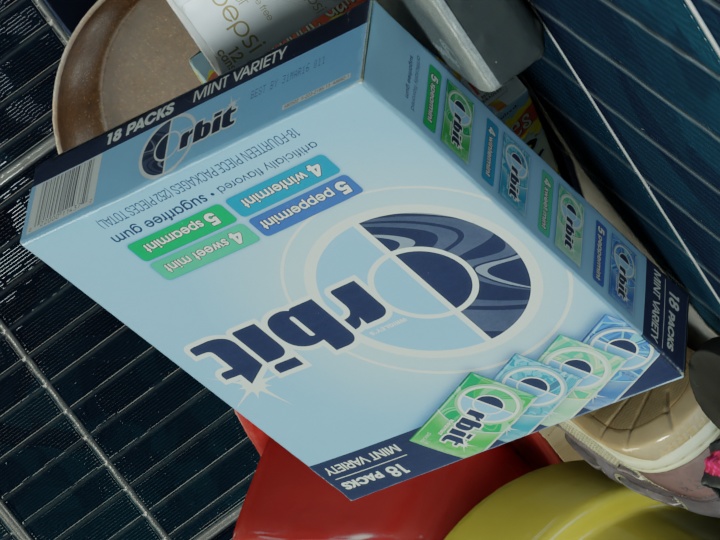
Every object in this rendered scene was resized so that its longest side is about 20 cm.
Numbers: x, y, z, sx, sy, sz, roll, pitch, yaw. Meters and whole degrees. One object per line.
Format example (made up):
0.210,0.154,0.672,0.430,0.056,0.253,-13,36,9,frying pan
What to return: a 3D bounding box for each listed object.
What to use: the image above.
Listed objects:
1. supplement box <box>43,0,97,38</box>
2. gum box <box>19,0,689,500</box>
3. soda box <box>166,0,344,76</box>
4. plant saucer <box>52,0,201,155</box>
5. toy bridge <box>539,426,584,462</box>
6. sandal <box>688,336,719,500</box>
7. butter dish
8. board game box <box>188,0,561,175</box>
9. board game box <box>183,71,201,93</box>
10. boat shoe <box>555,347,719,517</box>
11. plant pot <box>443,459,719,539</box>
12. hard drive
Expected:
-0.059,-0.102,1.638,0.200,0.134,0.200,55,178,-25,supplement box
0.000,0.000,1.150,0.200,0.170,0.045,40,-139,-35,gum box
-0.053,-0.150,1.232,0.064,0.068,0.200,55,-172,-23,soda box
-0.050,-0.074,1.466,0.200,0.200,0.035,55,-157,-23,plant saucer
0.094,0.068,1.361,0.200,0.027,0.067,20,-158,-40,toy bridge
0.160,0.086,1.082,0.075,0.045,0.200,55,177,-34,sandal
0.019,0.162,1.462,0.199,0.148,0.200,-1,133,43,butter dish
0.018,-0.046,1.286,0.103,0.105,0.200,53,178,23,board game box
-0.057,-0.050,1.519,0.095,0.200,0.030,22,-145,-8,board game box
0.115,0.056,1.273,0.065,0.072,0.200,56,174,-19,boat shoe
0.143,0.189,1.259,0.189,0.201,0.201,7,138,57,plant pot
-0.013,-0.163,1.073,0.200,0.033,0.140,55,177,-22,hard drive
